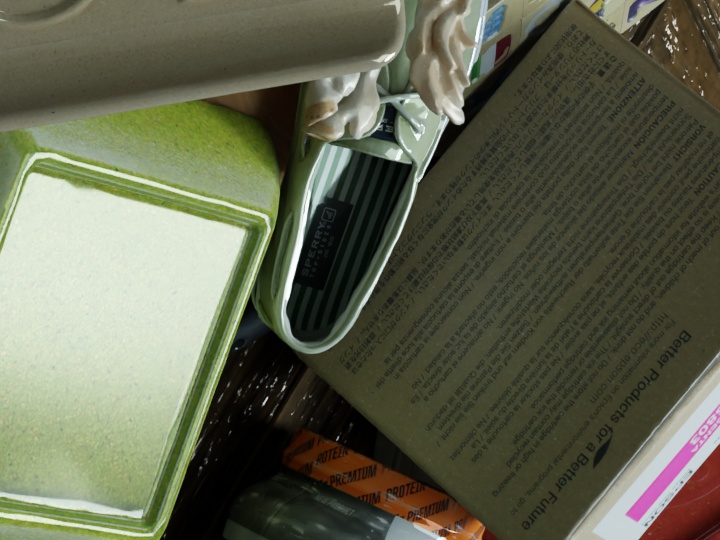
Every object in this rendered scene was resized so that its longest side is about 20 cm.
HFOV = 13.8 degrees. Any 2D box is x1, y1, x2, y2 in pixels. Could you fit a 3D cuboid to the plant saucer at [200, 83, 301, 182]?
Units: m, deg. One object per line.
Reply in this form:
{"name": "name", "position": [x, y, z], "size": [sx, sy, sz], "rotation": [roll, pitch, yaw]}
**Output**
{"name": "plant saucer", "position": [-0.008, -0.126, 1.243], "size": [0.200, 0.032, 0.201], "rotation": [-37, 138, -42]}

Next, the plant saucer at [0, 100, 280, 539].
{"name": "plant saucer", "position": [-0.114, 0.025, 1.130], "size": [0.200, 0.048, 0.200], "rotation": [15, 97, -51]}

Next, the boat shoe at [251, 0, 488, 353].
{"name": "boat shoe", "position": [0.008, -0.059, 1.196], "size": [0.072, 0.062, 0.200], "rotation": [12, 105, -14]}

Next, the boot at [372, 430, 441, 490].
{"name": "boot", "position": [0.053, 0.116, 1.432], "size": [0.074, 0.095, 0.200], "rotation": [4, 106, -58]}

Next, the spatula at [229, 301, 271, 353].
{"name": "spatula", "position": [0.000, 0.000, 1.341], "size": [0.200, 0.021, 0.057], "rotation": [-25, 157, -41]}

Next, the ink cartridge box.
{"name": "ink cartridge box", "position": [0.096, 0.012, 1.288], "size": [0.200, 0.165, 0.075], "rotation": [-49, 154, 3]}

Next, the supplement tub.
{"name": "supplement tub", "position": [-0.026, 0.179, 1.324], "size": [0.123, 0.122, 0.200], "rotation": [30, 84, -59]}

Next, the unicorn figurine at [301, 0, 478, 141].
{"name": "unicorn figurine", "position": [-0.042, -0.131, 1.123], "size": [0.200, 0.074, 0.138], "rotation": [17, 87, -33]}

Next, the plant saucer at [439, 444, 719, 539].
{"name": "plant saucer", "position": [0.129, 0.059, 1.383], "size": [0.200, 0.200, 0.037], "rotation": [-32, 176, -16]}

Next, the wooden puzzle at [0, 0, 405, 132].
{"name": "wooden puzzle", "position": [-0.080, -0.156, 1.026], "size": [0.185, 0.046, 0.200], "rotation": [-10, 118, -12]}

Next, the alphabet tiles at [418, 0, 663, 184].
{"name": "alphabet tiles", "position": [0.067, -0.090, 1.317], "size": [0.200, 0.006, 0.166], "rotation": [-38, 163, -14]}
